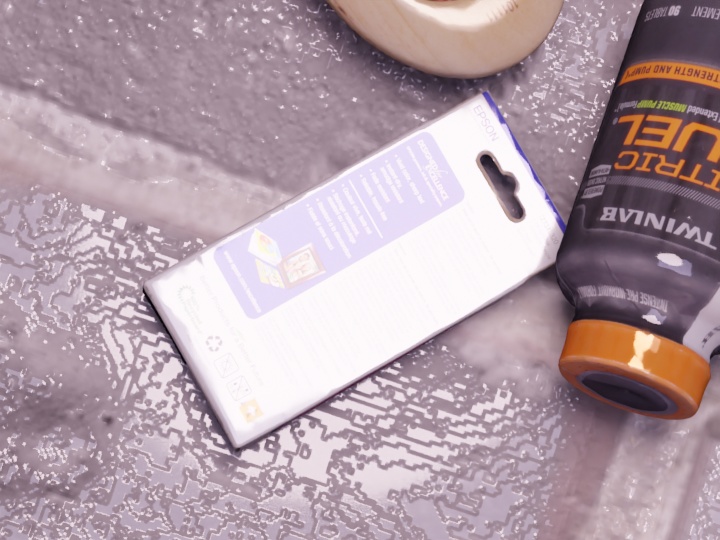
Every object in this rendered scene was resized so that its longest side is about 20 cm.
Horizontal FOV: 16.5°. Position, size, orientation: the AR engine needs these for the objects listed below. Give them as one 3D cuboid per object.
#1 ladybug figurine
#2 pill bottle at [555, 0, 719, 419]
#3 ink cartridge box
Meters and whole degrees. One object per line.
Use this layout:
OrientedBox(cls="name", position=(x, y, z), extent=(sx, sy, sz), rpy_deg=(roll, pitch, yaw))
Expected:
OrientedBox(cls="ladybug figurine", position=(0.025, -0.185, 1.246), extent=(0.135, 0.072, 0.201), rpy_deg=(-28, 86, -7))
OrientedBox(cls="pill bottle", position=(0.159, -0.031, 1.208), extent=(0.106, 0.106, 0.201), rpy_deg=(20, 74, -2))
OrientedBox(cls="ink cartridge box", position=(0.000, 0.000, 1.237), extent=(0.199, 0.037, 0.095), rpy_deg=(-30, 85, -5))
